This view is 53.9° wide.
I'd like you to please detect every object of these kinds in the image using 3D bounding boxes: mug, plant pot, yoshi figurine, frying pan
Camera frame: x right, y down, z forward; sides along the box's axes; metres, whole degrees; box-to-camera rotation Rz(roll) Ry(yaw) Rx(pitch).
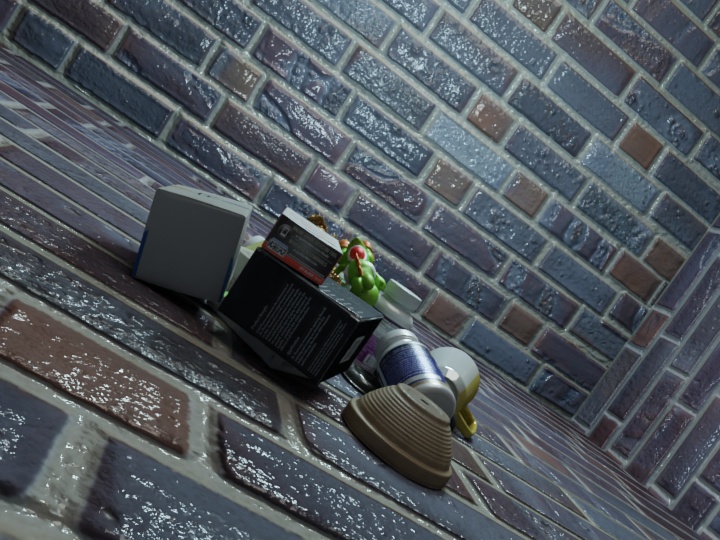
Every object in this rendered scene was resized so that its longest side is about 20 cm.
[{"bbox_3d":[0.205,0.270,1.604,0.186,0.150,0.153,29,11,10],"label":"mug"},{"bbox_3d":[0.077,0.246,1.128,0.200,0.093,0.201,35,5,-3],"label":"plant pot"},{"bbox_3d":[-0.005,0.014,1.477,0.112,0.112,0.200,42,14,-21],"label":"yoshi figurine"},{"bbox_3d":[-0.002,0.207,1.425,0.115,0.031,0.190,34,7,-36],"label":"frying pan"}]

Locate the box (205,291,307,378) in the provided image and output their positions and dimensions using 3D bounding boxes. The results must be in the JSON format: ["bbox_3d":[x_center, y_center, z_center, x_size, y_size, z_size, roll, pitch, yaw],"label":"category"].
[{"bbox_3d":[-0.159,0.110,1.213,0.200,0.036,0.144,39,6,35],"label":"box"}]

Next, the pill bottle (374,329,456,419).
[{"bbox_3d":[0.095,0.205,1.341,0.116,0.116,0.200,32,17,-29],"label":"pill bottle"}]

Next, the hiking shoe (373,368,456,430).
[{"bbox_3d":[0.123,0.260,1.461,0.200,0.076,0.101,36,7,26],"label":"hiking shoe"}]

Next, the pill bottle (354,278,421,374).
[{"bbox_3d":[0.041,0.122,1.513,0.112,0.200,0.112,35,3,-2],"label":"pill bottle"}]

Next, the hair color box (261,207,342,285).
[{"bbox_3d":[-0.093,-0.043,1.138,0.111,0.064,0.200,34,3,-7],"label":"hair color box"}]

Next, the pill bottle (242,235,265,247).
[{"bbox_3d":[-0.178,0.017,1.572,0.200,0.114,0.114,36,4,20],"label":"pill bottle"}]

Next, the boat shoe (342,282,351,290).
[{"bbox_3d":[-0.043,0.099,1.457,0.074,0.062,0.200,22,35,5],"label":"boat shoe"}]

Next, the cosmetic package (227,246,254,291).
[{"bbox_3d":[-0.185,0.043,1.390,0.200,0.087,0.103,38,6,23],"label":"cosmetic package"}]

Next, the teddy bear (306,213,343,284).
[{"bbox_3d":[-0.101,-0.024,1.448,0.144,0.201,0.067,-11,-25,24],"label":"teddy bear"}]

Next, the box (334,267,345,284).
[{"bbox_3d":[-0.101,0.050,1.782,0.192,0.122,0.200,33,4,-40],"label":"box"}]

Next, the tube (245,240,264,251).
[{"bbox_3d":[-0.206,-0.038,1.512,0.052,0.199,0.058,13,-60,65],"label":"tube"}]

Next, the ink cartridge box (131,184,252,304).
[{"bbox_3d":[-0.271,-0.052,1.175,0.144,0.148,0.200,17,7,-8],"label":"ink cartridge box"}]

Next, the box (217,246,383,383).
[{"bbox_3d":[-0.088,0.068,1.139,0.196,0.124,0.200,36,5,11],"label":"box"}]
